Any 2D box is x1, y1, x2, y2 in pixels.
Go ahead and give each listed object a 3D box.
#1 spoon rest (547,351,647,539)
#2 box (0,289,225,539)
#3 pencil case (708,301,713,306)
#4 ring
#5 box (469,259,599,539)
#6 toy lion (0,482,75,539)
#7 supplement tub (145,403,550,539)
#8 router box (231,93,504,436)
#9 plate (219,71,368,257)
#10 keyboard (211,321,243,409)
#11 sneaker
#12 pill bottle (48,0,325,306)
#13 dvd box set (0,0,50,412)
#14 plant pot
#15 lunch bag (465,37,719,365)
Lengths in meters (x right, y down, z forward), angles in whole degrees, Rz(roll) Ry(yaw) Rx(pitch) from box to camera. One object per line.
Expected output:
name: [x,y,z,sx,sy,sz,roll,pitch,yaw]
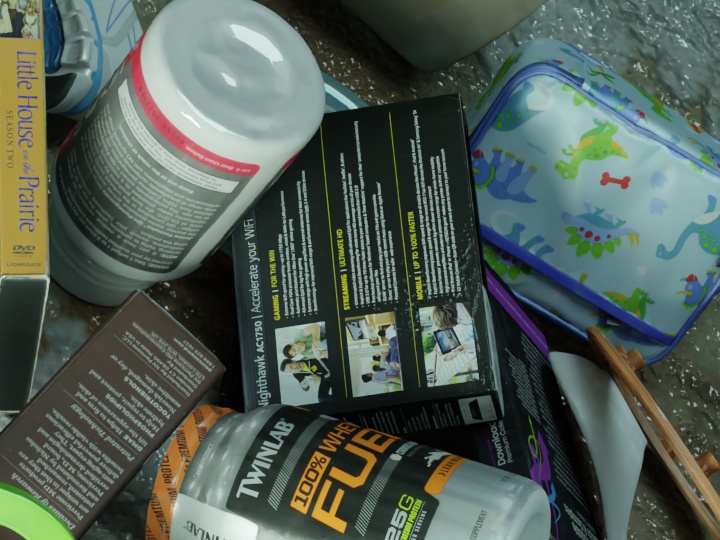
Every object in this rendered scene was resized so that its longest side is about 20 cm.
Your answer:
spoon rest: [0.166,0.140,1.593,0.061,0.099,0.200,-31,85,3]
box: [-0.166,0.109,1.379,0.075,0.100,0.200,43,46,0]
pencil case: [0.179,-0.056,1.737,0.200,0.091,0.083,34,81,-8]
ring: [0.202,0.116,1.578,0.019,0.200,0.200,-32,77,-1]
box: [0.098,0.098,1.555,0.143,0.036,0.200,47,25,-58]
toy lion: [-0.185,0.204,1.253,0.192,0.069,0.200,11,91,-11]
supplement tub: [-0.007,0.146,1.377,0.200,0.123,0.123,15,44,16]
router box: [0.000,0.000,1.509,0.149,0.051,0.200,-8,64,5]
plate: [-0.042,-0.074,1.628,0.200,0.026,0.200,18,46,-19]
keyboard: [-0.037,0.083,1.539,0.127,0.021,0.200,29,47,-15]
sneaker: [-0.173,-0.163,1.599,0.087,0.075,0.200,33,40,-42]
pill bottle: [-0.112,-0.062,1.465,0.111,0.200,0.111,18,51,-23]
dvd box set: [-0.197,-0.041,1.433,0.029,0.146,0.200,2,58,-12]
plant pot: [0.045,-0.237,1.717,0.174,0.200,0.200,55,45,-11]
lunch bag: [0.150,-0.040,1.652,0.200,0.161,0.082,32,22,-10]
